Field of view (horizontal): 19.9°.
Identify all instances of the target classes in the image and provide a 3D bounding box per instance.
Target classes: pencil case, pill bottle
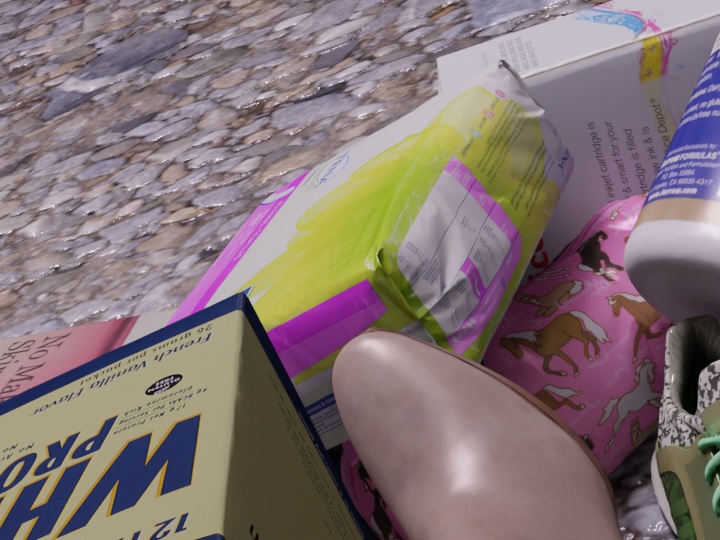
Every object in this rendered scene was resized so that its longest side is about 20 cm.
[{"bbox_3d":[0.083,0.045,0.881,0.200,0.087,0.082,-36,39,-31],"label":"pencil case"},{"bbox_3d":[0.196,-0.066,0.839,0.115,0.116,0.201,9,67,48],"label":"pill bottle"}]

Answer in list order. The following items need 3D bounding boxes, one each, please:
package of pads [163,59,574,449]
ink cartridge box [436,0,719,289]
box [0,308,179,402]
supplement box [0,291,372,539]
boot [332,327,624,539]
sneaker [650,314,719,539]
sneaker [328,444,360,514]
[{"bbox_3d":[0.000,0.000,0.859,0.154,0.068,0.200,-29,16,30],"label":"package of pads"},{"bbox_3d":[0.149,-0.057,0.980,0.198,0.147,0.083,-17,22,6],"label":"ink cartridge box"},{"bbox_3d":[-0.151,0.102,0.920,0.199,0.110,0.128,-11,24,22],"label":"box"},{"bbox_3d":[-0.053,0.148,0.595,0.133,0.201,0.200,-25,18,6],"label":"supplement box"},{"bbox_3d":[0.047,0.108,0.672,0.070,0.200,0.146,-49,-6,19],"label":"boot"},{"bbox_3d":[0.142,0.080,0.761,0.076,0.089,0.200,-20,23,0],"label":"sneaker"},{"bbox_3d":[-0.004,0.049,0.973,0.090,0.067,0.200,-26,22,-9],"label":"sneaker"}]
